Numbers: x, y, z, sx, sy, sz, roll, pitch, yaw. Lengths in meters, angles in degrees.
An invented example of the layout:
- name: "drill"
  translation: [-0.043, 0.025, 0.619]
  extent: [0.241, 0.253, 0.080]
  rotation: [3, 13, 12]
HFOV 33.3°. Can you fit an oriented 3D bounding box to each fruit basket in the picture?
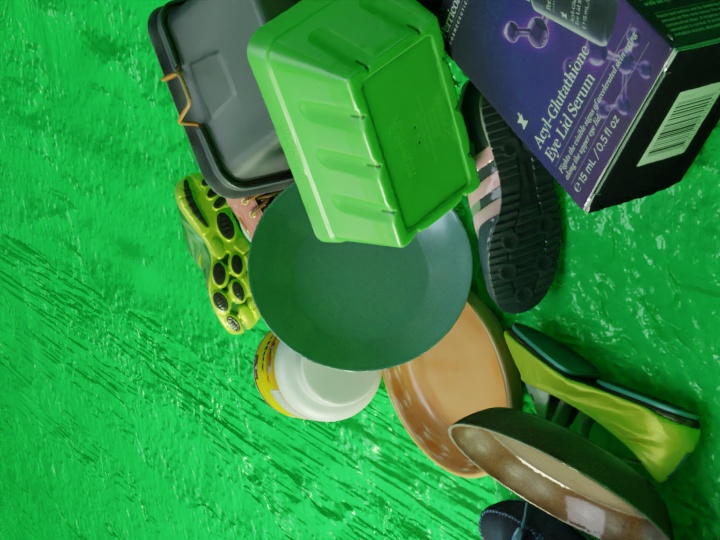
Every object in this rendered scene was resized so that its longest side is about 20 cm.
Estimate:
- name: "fruit basket"
  translation: [-0.010, -0.140, 0.964]
  extent: [0.216, 0.155, 0.216]
  rotation: [42, 156, 24]

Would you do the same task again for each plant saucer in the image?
- name: "plant saucer"
  translation: [0.088, 0.095, 1.135]
  extent: [0.200, 0.037, 0.201]
  rotation: [33, 131, 47]
- name: "plant saucer"
  translation: [0.165, 0.164, 0.963]
  extent: [0.200, 0.035, 0.200]
  rotation: [30, 165, 9]
- name: "plant saucer"
  translation: [0.000, 0.000, 1.077]
  extent: [0.201, 0.200, 0.039]
  rotation: [60, 170, 20]

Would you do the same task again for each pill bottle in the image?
- name: "pill bottle"
  translation: [-0.043, 0.098, 1.226]
  extent: [0.200, 0.109, 0.110]
  rotation: [159, 93, -74]

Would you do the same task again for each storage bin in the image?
- name: "storage bin"
  translation: [-0.097, -0.187, 1.110]
  extent: [0.134, 0.145, 0.201]
  rotation: [-28, 81, 47]

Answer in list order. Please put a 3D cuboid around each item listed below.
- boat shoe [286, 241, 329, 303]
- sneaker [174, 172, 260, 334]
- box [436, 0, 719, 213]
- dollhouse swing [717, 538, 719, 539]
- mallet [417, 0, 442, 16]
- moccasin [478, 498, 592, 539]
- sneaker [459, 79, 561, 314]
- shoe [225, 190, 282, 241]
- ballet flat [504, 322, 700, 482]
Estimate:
- name: "boat shoe"
  translation: [-0.031, -0.010, 1.162]
  extent: [0.075, 0.201, 0.093]
  rotation: [33, 158, -15]
- name: "sneaker"
  translation: [-0.167, -0.021, 1.458]
  extent: [0.084, 0.074, 0.201]
  rotation: [134, 117, -77]
- name: "box"
  translation: [0.159, -0.167, 0.836]
  extent: [0.200, 0.104, 0.148]
  rotation: [53, 144, 28]
- name: "dollhouse swing"
  translation: [0.221, 0.287, 0.850]
  extent: [0.182, 0.176, 0.200]
  rotation: [53, 145, 3]
- name: "mallet"
  translation: [0.056, -0.162, 1.071]
  extent: [0.041, 0.066, 0.200]
  rotation: [55, 159, 32]
- name: "moccasin"
  translation: [0.166, 0.258, 1.059]
  extent: [0.200, 0.068, 0.081]
  rotation: [19, 120, 53]
- name: "sneaker"
  translation: [0.119, -0.067, 0.997]
  extent: [0.082, 0.070, 0.201]
  rotation: [-143, 47, -67]
- name: "shoe"
  translation: [-0.100, -0.074, 1.271]
  extent: [0.091, 0.071, 0.200]
  rotation: [40, 164, 36]
- name: "ballet flat"
  translation: [0.179, 0.107, 0.961]
  extent: [0.200, 0.067, 0.067]
  rotation: [29, 101, 45]
